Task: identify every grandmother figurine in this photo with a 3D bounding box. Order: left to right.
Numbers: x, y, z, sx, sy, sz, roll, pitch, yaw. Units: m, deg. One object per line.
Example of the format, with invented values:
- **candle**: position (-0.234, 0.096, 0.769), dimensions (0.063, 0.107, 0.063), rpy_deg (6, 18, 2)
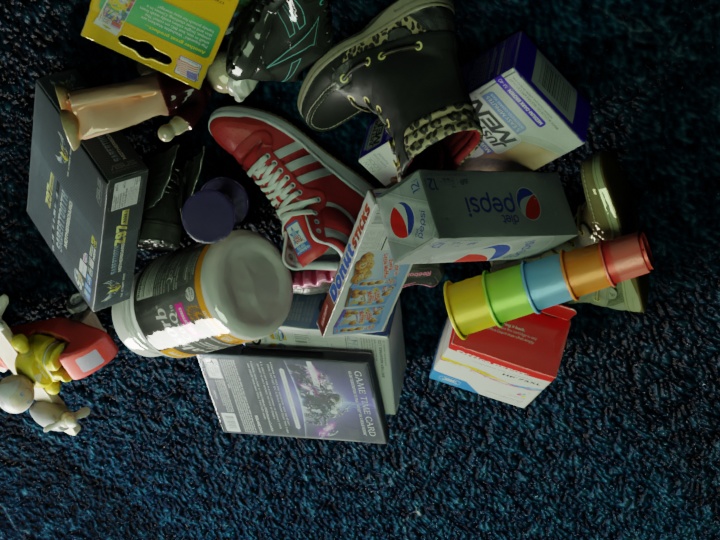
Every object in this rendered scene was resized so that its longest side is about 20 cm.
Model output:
- **grandmother figurine**: position (-0.189, -0.171, 1.482), dimensions (0.198, 0.122, 0.061), rpy_deg (-17, 148, -4)

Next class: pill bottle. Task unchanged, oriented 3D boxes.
- **pill bottle**: position (-0.173, 0.031, 1.642), dimensions (0.116, 0.117, 0.199), rpy_deg (43, 144, -25)

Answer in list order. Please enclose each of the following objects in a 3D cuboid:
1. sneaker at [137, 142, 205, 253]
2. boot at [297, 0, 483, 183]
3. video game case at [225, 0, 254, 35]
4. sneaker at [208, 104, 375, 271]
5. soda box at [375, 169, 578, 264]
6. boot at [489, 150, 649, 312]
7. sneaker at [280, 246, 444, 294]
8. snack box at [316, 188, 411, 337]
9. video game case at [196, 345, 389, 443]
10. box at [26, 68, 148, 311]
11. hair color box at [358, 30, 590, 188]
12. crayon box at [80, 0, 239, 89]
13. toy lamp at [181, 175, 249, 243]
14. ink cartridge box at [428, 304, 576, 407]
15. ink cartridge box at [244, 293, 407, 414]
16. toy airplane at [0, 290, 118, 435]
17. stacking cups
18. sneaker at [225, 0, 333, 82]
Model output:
- **sneaker**: position (-0.213, -0.075, 1.626), dimensions (0.059, 0.105, 0.200), rpy_deg (10, 176, -21)
- **boot**: position (0.027, -0.145, 1.418), dimensions (0.199, 0.152, 0.073), rpy_deg (-34, 151, 34)
- **video game case**: position (-0.102, -0.309, 1.390), dimensions (0.198, 0.023, 0.183), rpy_deg (-14, 128, 27)
- **sneaker**: position (-0.077, -0.076, 1.546), dimensions (0.199, 0.113, 0.071), rpy_deg (31, 144, -14)
- **soda box**: position (0.110, -0.049, 1.424), dimensions (0.199, 0.069, 0.063), rpy_deg (-3, 161, -44)
- **boot**: position (0.199, -0.031, 1.542), dimensions (0.153, 0.072, 0.201), rpy_deg (-2, 136, 21)
- **sneaker**: position (0.000, 0.000, 1.640), dimensions (0.198, 0.080, 0.095), rpy_deg (-9, 142, 26)
- **snack box**: position (0.016, -0.006, 1.539), dimensions (0.071, 0.024, 0.201), rpy_deg (-5, 141, -25)
- **video game case**: position (-0.074, 0.138, 1.725), dimensions (0.198, 0.019, 0.144), rpy_deg (2, 137, 14)
- **box**: position (-0.285, -0.081, 1.590), dimensions (0.158, 0.051, 0.201), rpy_deg (53, 145, 28)
- **hair color box**: position (0.107, -0.131, 1.475), dimensions (0.199, 0.065, 0.109), rpy_deg (-27, 123, 38)
- **crayon box**: position (-0.165, -0.272, 1.391), dimensions (0.125, 0.052, 0.201), rpy_deg (24, 135, -8)
- **toy lamp**: position (-0.141, -0.062, 1.539), dimensions (0.058, 0.200, 0.059), rpy_deg (0, 99, -1)
- **ink cartridge box**: position (0.146, 0.078, 1.614), dimensions (0.115, 0.068, 0.200), rpy_deg (17, 163, 0)
- **ink cartridge box**: position (-0.054, 0.082, 1.727), dimensions (0.198, 0.077, 0.137), rpy_deg (4, 136, 10)
- **toy airplane**: position (-0.399, 0.107, 1.812), dimensions (0.199, 0.142, 0.200), rpy_deg (25, 137, -9)
- **stacking cups**: position (0.180, 0.006, 1.481), dimensions (0.198, 0.061, 0.061), rpy_deg (-21, 127, 16)
- **sneaker**: position (-0.055, -0.240, 1.390), dimensions (0.079, 0.076, 0.200), rpy_deg (15, 144, -19)
